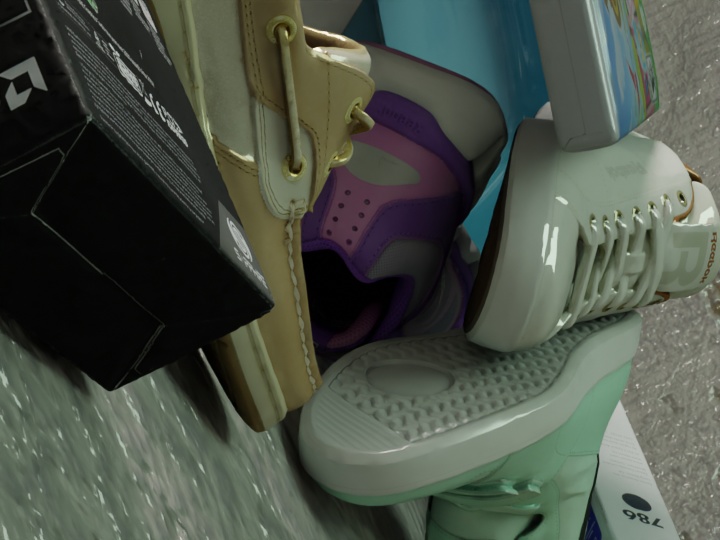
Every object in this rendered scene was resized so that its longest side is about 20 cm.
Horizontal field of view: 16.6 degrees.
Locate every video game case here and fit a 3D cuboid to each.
[{"bbox_3d":[0.069,-0.146,0.853,0.182,0.022,0.200,-32,111,-77],"label":"video game case"}]

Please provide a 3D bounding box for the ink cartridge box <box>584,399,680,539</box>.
[{"bbox_3d":[0.088,0.120,1.031,0.039,0.100,0.200,17,23,-13],"label":"ink cartridge box"}]

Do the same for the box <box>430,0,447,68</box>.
[{"bbox_3d":[0.018,-0.047,1.048,0.039,0.041,0.200,-105,-171,-65],"label":"box"}]

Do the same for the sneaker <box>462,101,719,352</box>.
[{"bbox_3d":[0.090,-0.016,0.888,0.200,0.085,0.073,-54,161,-68],"label":"sneaker"}]

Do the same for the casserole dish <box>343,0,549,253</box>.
[{"bbox_3d":[0.037,-0.091,0.980,0.039,0.121,0.200,14,-45,36],"label":"casserole dish"}]

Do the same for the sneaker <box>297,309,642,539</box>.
[{"bbox_3d":[0.039,0.082,0.873,0.200,0.074,0.118,-18,122,-58],"label":"sneaker"}]

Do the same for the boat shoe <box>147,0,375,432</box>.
[{"bbox_3d":[-0.029,-0.051,0.681,0.074,0.069,0.200,-135,-150,-62],"label":"boat shoe"}]

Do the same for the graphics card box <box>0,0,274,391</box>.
[{"bbox_3d":[-0.091,-0.082,0.559,0.200,0.051,0.125,65,5,23],"label":"graphics card box"}]

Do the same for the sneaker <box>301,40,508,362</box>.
[{"bbox_3d":[0.000,0.000,0.911,0.200,0.080,0.089,93,20,-65],"label":"sneaker"}]

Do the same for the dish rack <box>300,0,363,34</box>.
[{"bbox_3d":[-0.015,-0.139,0.804,0.043,0.200,0.172,27,-13,24],"label":"dish rack"}]
